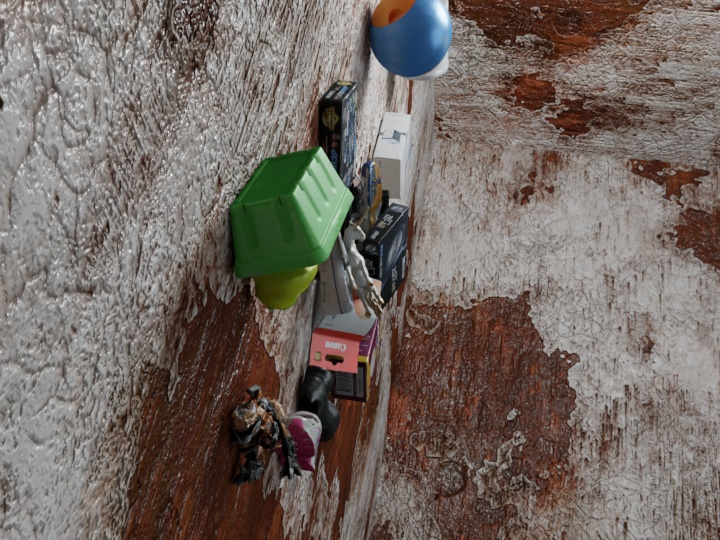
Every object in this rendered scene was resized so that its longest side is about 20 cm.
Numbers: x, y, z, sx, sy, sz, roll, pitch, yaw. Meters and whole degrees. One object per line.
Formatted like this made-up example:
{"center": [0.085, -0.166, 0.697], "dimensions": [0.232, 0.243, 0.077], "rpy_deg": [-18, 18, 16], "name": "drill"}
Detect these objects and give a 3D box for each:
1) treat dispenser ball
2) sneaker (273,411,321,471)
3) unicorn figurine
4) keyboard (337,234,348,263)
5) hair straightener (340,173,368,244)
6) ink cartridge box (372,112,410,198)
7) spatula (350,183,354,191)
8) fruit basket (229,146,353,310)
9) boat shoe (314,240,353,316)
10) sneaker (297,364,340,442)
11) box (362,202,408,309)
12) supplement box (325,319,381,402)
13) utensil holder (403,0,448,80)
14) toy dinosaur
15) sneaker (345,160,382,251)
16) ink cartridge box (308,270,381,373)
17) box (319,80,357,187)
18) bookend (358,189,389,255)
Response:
{"center": [0.117, -0.561, 1.863], "dimensions": [0.201, 0.196, 0.206], "rpy_deg": [7, 90, -82], "name": "treat dispenser ball"}
{"center": [-0.111, 0.290, 1.408], "dimensions": [0.201, 0.079, 0.090], "rpy_deg": [98, 2, -62], "name": "sneaker"}
{"center": [0.000, 0.000, 1.576], "dimensions": [0.139, 0.072, 0.203], "rpy_deg": [-110, -166, -46], "name": "unicorn figurine"}
{"center": [-0.045, -0.071, 1.551], "dimensions": [0.201, 0.010, 0.057], "rpy_deg": [-110, -179, -69], "name": "keyboard"}
{"center": [-0.014, -0.137, 1.706], "dimensions": [0.041, 0.075, 0.204], "rpy_deg": [-50, 148, -53], "name": "hair straightener"}
{"center": [0.090, -0.327, 2.253], "dimensions": [0.148, 0.084, 0.203], "rpy_deg": [87, 11, -48], "name": "ink cartridge box"}
{"center": [-0.029, -0.224, 1.725], "dimensions": [0.201, 0.020, 0.058], "rpy_deg": [80, 24, -67], "name": "spatula"}
{"center": [-0.093, -0.038, 1.084], "dimensions": [0.215, 0.152, 0.221], "rpy_deg": [-9, 90, -73], "name": "fruit basket"}
{"center": [-0.065, -0.005, 1.514], "dimensions": [0.074, 0.065, 0.203], "rpy_deg": [77, 0, -52], "name": "boat shoe"}
{"center": [-0.093, 0.282, 1.573], "dimensions": [0.092, 0.074, 0.203], "rpy_deg": [-61, 152, -43], "name": "sneaker"}
{"center": [0.055, -0.025, 1.781], "dimensions": [0.161, 0.043, 0.204], "rpy_deg": [-49, 148, -48], "name": "box"}
{"center": [-0.014, 0.193, 1.885], "dimensions": [0.202, 0.101, 0.133], "rpy_deg": [-74, 166, -51], "name": "supplement box"}
{"center": [0.176, -0.683, 2.290], "dimensions": [0.172, 0.166, 0.203], "rpy_deg": [-74, 166, -47], "name": "utensil holder"}
{"center": [-0.135, 0.233, 1.153], "dimensions": [0.199, 0.100, 0.139], "rpy_deg": [-2, 83, -60], "name": "toy dinosaur"}
{"center": [-0.002, -0.145, 1.785], "dimensions": [0.075, 0.086, 0.205], "rpy_deg": [1, 92, -64], "name": "sneaker"}
{"center": [-0.030, 0.107, 1.646], "dimensions": [0.161, 0.049, 0.205], "rpy_deg": [15, 77, -49], "name": "ink cartridge box"}
{"center": [-0.042, -0.250, 1.533], "dimensions": [0.160, 0.045, 0.204], "rpy_deg": [-67, 162, -63], "name": "box"}
{"center": [0.009, -0.058, 1.878], "dimensions": [0.200, 0.090, 0.204], "rpy_deg": [-72, 165, -52], "name": "bookend"}
